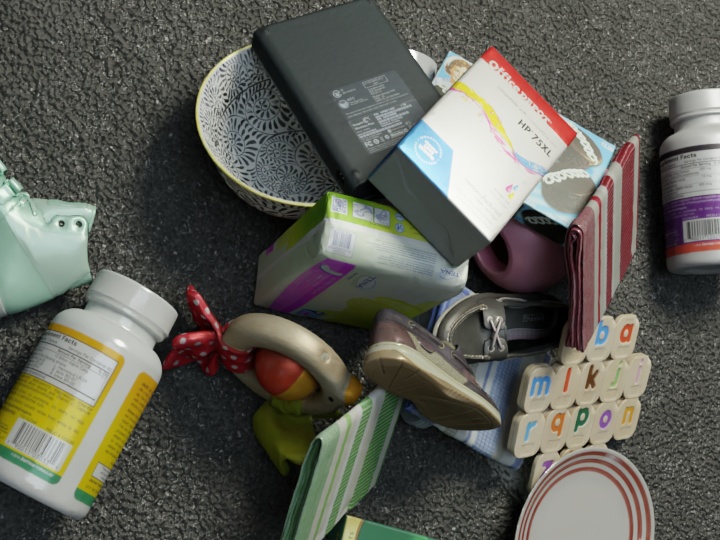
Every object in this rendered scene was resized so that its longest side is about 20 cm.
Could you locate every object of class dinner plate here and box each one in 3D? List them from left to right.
[{"bbox_3d":[0.239,0.291,1.174,0.197,0.024,0.205,-1,92,-31],"label":"dinner plate"}]

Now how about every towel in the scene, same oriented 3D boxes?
[{"bbox_3d":[-0.014,0.176,1.002,0.023,0.199,0.155,26,115,18],"label":"towel"},{"bbox_3d":[0.127,0.110,1.130,0.199,0.024,0.149,32,70,-40],"label":"towel"},{"bbox_3d":[0.247,-0.032,1.100,0.200,0.022,0.146,-49,141,-46],"label":"towel"}]

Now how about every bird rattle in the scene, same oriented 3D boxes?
[{"bbox_3d":[-0.082,0.084,1.021,0.201,0.162,0.113,51,50,-18],"label":"bird rattle"}]

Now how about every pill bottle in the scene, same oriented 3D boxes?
[{"bbox_3d":[-0.246,0.107,0.968,0.112,0.112,0.202,31,73,-15],"label":"pill bottle"},{"bbox_3d":[0.406,-0.102,1.263,0.109,0.111,0.204,1,82,-22],"label":"pill bottle"}]

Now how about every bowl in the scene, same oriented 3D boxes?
[{"bbox_3d":[-0.066,-0.120,1.068,0.197,0.095,0.204,6,57,-9],"label":"bowl"}]

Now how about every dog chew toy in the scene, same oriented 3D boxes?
[{"bbox_3d":[0.212,-0.056,1.177,0.198,0.124,0.127,-23,92,-30],"label":"dog chew toy"}]

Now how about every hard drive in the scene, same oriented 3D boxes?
[{"bbox_3d":[0.000,-0.170,1.039,0.138,0.033,0.202,-21,66,-24],"label":"hard drive"}]

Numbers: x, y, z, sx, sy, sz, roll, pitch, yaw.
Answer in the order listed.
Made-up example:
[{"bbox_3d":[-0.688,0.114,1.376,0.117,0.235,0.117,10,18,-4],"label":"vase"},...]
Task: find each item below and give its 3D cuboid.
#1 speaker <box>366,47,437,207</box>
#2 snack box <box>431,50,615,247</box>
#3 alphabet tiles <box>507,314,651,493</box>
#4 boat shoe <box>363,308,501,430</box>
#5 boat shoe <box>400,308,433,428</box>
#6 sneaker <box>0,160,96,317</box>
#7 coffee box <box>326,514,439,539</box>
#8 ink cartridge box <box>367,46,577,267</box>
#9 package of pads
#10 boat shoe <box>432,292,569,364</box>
[{"bbox_3d":[0.029,-0.123,1.130,0.080,0.081,0.204,12,79,-20],"label":"speaker"},{"bbox_3d":[0.147,-0.123,1.092,0.198,0.037,0.117,29,63,0],"label":"snack box"},{"bbox_3d":[0.237,0.142,1.163,0.197,0.015,0.199,-2,108,-37],"label":"alphabet tiles"},{"bbox_3d":[0.073,0.096,1.014,0.199,0.071,0.066,34,53,-43],"label":"boat shoe"},{"bbox_3d":[0.072,0.062,1.137,0.061,0.071,0.204,8,82,-46],"label":"boat shoe"},{"bbox_3d":[-0.306,-0.070,0.987,0.116,0.074,0.204,-16,98,-17],"label":"sneaker"},{"bbox_3d":[0.051,0.329,1.095,0.197,0.044,0.125,21,76,-18],"label":"coffee box"},{"bbox_3d":[0.113,-0.115,0.978,0.116,0.067,0.200,43,59,-3],"label":"ink cartridge box"},{"bbox_3d":[0.000,0.000,1.035,0.152,0.200,0.070,13,71,-20],"label":"package of pads"},{"bbox_3d":[0.155,0.055,1.099,0.198,0.056,0.068,-6,96,-43],"label":"boat shoe"}]
